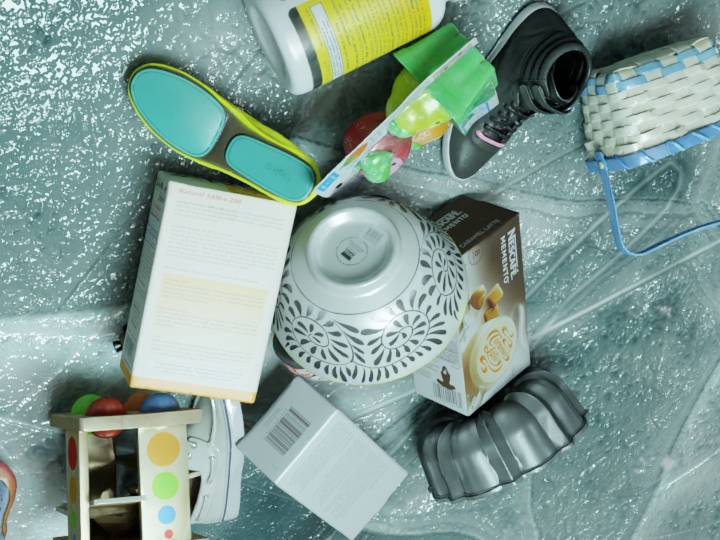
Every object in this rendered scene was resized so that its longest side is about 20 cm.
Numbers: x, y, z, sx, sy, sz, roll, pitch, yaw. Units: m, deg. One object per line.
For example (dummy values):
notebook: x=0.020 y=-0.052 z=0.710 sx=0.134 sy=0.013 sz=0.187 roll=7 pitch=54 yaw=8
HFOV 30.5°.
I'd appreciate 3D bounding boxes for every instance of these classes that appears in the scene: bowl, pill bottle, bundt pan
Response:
bowl: x=0.000 y=0.000 z=1.258 sx=0.200 sy=0.201 sz=0.094 roll=-30 pitch=152 yaw=-6
pill bottle: x=0.004 y=-0.249 z=1.192 sx=0.200 sy=0.112 sz=0.113 roll=-27 pitch=126 yaw=-8
bundt pan: x=0.148 y=0.172 z=1.464 sx=0.202 sy=0.202 sz=0.076 roll=-30 pitch=100 yaw=-7

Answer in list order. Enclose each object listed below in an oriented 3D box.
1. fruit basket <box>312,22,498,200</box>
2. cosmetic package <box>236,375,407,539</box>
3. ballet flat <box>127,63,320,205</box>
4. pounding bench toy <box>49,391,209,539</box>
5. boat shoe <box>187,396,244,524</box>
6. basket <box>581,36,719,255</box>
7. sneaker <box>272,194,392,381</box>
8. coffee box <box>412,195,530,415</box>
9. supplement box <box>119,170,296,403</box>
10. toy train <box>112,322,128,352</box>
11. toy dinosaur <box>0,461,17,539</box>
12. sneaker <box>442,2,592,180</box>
fruit basket: x=0.045 y=-0.134 z=1.252 sx=0.094 sy=0.185 sz=0.200 roll=41 pitch=95 yaw=5
cosmetic package: x=-0.037 y=0.205 z=1.419 sx=0.101 sy=0.071 sz=0.200 roll=-49 pitch=143 yaw=-7
ballet flat: x=-0.125 y=-0.125 z=1.224 sx=0.200 sy=0.067 sz=0.067 roll=32 pitch=102 yaw=-6
pounding bench toy: x=-0.248 y=0.202 z=1.338 sx=0.124 sy=0.200 sz=0.156 roll=-1 pitch=87 yaw=-27
boat shoe: x=-0.167 y=0.190 z=1.396 sx=0.070 sy=0.071 sz=0.200 roll=-10 pitch=128 yaw=-23
basket: x=0.327 y=-0.132 z=1.380 sx=0.176 sy=0.139 sz=0.200 roll=-19 pitch=94 yaw=-14
sneaker: x=-0.016 y=0.023 z=1.376 sx=0.202 sy=0.067 sz=0.108 roll=-60 pitch=157 yaw=-10
coffee box: x=0.112 y=0.037 z=1.407 sx=0.114 sy=0.080 sz=0.200 roll=-35 pitch=131 yaw=-35
supplement box: x=-0.148 y=0.015 z=1.261 sx=0.126 sy=0.074 sz=0.201 roll=10 pitch=98 yaw=-20
toy train: x=-0.153 y=0.041 z=1.327 sx=0.200 sy=0.046 sz=0.034 roll=-24 pitch=125 yaw=-10
toy dinosaur: x=-0.397 y=0.277 z=1.356 sx=0.182 sy=0.105 sz=0.200 roll=-58 pitch=163 yaw=-2
sneaker: x=0.156 y=-0.164 z=1.320 sx=0.071 sy=0.099 sz=0.200 roll=21 pitch=109 yaw=-34
